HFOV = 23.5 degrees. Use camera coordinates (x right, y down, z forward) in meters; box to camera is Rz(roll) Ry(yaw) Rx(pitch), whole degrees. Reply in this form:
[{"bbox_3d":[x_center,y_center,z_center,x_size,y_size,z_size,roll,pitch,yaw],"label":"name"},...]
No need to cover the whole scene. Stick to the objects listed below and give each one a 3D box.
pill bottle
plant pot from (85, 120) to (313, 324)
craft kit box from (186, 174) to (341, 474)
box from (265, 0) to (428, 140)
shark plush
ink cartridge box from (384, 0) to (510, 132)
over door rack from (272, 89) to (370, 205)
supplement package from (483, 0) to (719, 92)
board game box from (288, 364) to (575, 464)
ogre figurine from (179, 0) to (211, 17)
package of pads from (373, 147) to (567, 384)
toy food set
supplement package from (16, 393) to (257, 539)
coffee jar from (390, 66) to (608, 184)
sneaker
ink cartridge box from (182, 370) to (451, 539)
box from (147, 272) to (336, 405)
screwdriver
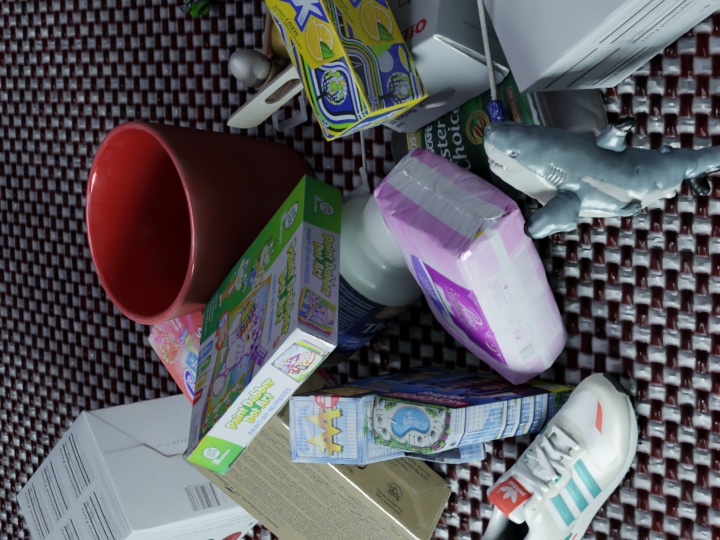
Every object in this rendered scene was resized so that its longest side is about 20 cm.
[{"bbox_3d":[0.000,0.000,1.612,0.200,0.111,0.111,-43,64,45],"label":"pill bottle"},{"bbox_3d":[-0.149,-0.054,1.730,0.200,0.177,0.201,11,104,50],"label":"plant pot"},{"bbox_3d":[-0.084,0.048,1.544,0.198,0.048,0.200,-47,27,34],"label":"craft kit box"},{"bbox_3d":[-0.026,-0.211,1.382,0.064,0.070,0.200,-29,84,49],"label":"box"},{"bbox_3d":[0.196,-0.079,1.322,0.200,0.091,0.083,4,126,19],"label":"shark plush"},{"bbox_3d":[0.057,-0.237,1.469,0.147,0.083,0.200,-27,50,48],"label":"ink cartridge box"},{"bbox_3d":[-0.019,-0.186,1.640,0.148,0.067,0.200,51,145,42],"label":"over door rack"},{"bbox_3d":[0.174,-0.264,1.358,0.156,0.111,0.200,-37,66,48],"label":"supplement package"},{"bbox_3d":[0.048,0.131,1.505,0.200,0.200,0.062,4,98,50],"label":"board game box"},{"bbox_3d":[-0.181,-0.376,1.789,0.120,0.098,0.200,159,117,-68],"label":"ogre figurine"},{"bbox_3d":[0.096,-0.003,1.447,0.120,0.076,0.200,39,165,39],"label":"package of pads"},{"bbox_3d":[-0.066,-0.237,1.528,0.143,0.060,0.200,-34,44,47],"label":"toy food set"},{"bbox_3d":[-0.230,0.245,1.866,0.200,0.191,0.147,-48,59,44],"label":"supplement package"},{"bbox_3d":[0.113,-0.111,1.478,0.200,0.085,0.104,-25,77,50],"label":"coffee jar"},{"bbox_3d":[0.161,0.175,1.459,0.070,0.093,0.200,48,130,34],"label":"sneaker"},{"bbox_3d":[-0.042,0.191,1.639,0.200,0.075,0.165,42,142,-17],"label":"ink cartridge box"},{"bbox_3d":[-0.124,0.097,1.789,0.200,0.095,0.103,52,133,32],"label":"box"},{"bbox_3d":[0.102,-0.150,1.375,0.028,0.029,0.200,7,118,45],"label":"screwdriver"}]
